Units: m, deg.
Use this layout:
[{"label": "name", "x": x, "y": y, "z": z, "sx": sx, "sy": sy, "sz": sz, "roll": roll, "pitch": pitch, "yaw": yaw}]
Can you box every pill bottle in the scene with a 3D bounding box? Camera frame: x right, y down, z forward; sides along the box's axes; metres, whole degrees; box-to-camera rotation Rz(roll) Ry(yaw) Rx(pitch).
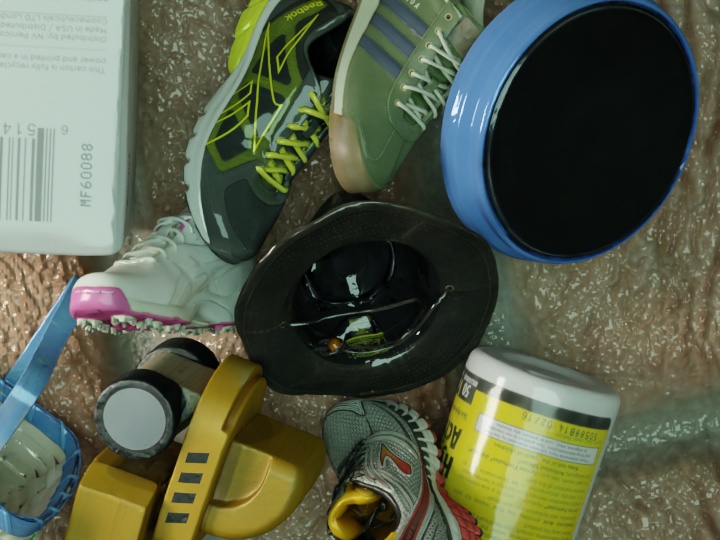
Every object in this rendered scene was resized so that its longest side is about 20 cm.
[{"label": "pill bottle", "x": 0.099, "y": 0.162, "z": 1.669, "sx": 0.111, "sy": 0.111, "sz": 0.200, "roll": 17, "pitch": 96, "yaw": -5}]

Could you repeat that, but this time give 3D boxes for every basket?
[{"label": "basket", "x": -0.249, "y": 0.108, "z": 1.621, "sx": 0.139, "sy": 0.176, "sz": 0.200, "roll": 31, "pitch": 114, "yaw": -5}]

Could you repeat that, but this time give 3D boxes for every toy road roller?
[{"label": "toy road roller", "x": -0.112, "y": 0.152, "z": 1.630, "sx": 0.146, "sy": 0.123, "sz": 0.200, "roll": 21, "pitch": 106, "yaw": 8}]

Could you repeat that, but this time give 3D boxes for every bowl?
[{"label": "bowl", "x": 0.146, "y": -0.097, "z": 1.620, "sx": 0.201, "sy": 0.039, "sz": 0.201, "roll": -15, "pitch": 118, "yaw": -30}]

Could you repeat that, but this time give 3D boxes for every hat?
[{"label": "hat", "x": 0.000, "y": 0.000, "z": 1.643, "sx": 0.200, "sy": 0.081, "sz": 0.201, "roll": -8, "pitch": 140, "yaw": -6}]

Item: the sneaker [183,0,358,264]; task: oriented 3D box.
[{"label": "sneaker", "x": -0.055, "y": -0.100, "z": 1.605, "sx": 0.085, "sy": 0.074, "sz": 0.200, "roll": 1, "pitch": 70, "yaw": 36}]

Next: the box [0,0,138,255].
[{"label": "box", "x": -0.247, "y": -0.117, "z": 1.586, "sx": 0.199, "sy": 0.171, "sz": 0.200, "roll": 3, "pitch": 95, "yaw": -3}]

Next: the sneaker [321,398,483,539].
[{"label": "sneaker", "x": 0.013, "y": 0.147, "z": 1.625, "sx": 0.082, "sy": 0.200, "sz": 0.078, "roll": 12, "pitch": 113, "yaw": -28}]

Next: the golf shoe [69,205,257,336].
[{"label": "golf shoe", "x": -0.131, "y": -0.001, "z": 1.610, "sx": 0.075, "sy": 0.200, "sz": 0.092, "roll": -1, "pitch": 89, "yaw": 26}]

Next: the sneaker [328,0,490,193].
[{"label": "sneaker", "x": 0.043, "y": -0.146, "z": 1.595, "sx": 0.090, "sy": 0.067, "sz": 0.200, "roll": -4, "pitch": 60, "yaw": 32}]
